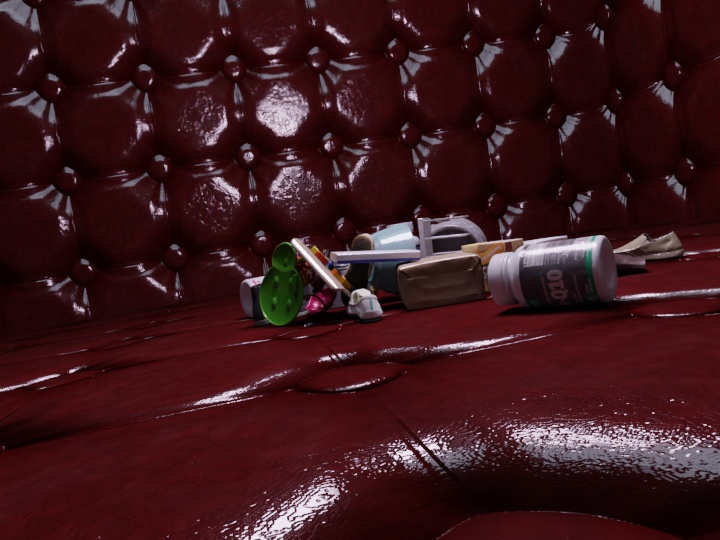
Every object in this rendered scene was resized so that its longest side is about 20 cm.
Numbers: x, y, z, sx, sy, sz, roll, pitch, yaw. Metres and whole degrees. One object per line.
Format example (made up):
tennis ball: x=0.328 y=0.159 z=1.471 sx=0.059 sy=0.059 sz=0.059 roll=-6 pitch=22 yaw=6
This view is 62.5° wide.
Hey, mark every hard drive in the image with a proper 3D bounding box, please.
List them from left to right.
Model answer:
hard drive: x=0.033 y=-0.034 z=1.431 sx=0.197 sy=0.026 sz=0.132 roll=-3 pitch=3 yaw=-9

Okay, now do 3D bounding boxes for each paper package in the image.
paper package: x=0.181 y=0.021 z=1.398 sx=0.188 sy=0.105 sz=0.200 roll=-9 pitch=3 yaw=2

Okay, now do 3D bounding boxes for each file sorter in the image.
file sorter: x=0.230 y=-0.042 z=1.578 sx=0.123 sy=0.203 sz=0.139 roll=-4 pitch=4 yaw=16

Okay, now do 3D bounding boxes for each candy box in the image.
candy box: x=0.319 y=-0.010 z=1.418 sx=0.055 sy=0.117 sz=0.200 roll=-11 pitch=3 yaw=-20

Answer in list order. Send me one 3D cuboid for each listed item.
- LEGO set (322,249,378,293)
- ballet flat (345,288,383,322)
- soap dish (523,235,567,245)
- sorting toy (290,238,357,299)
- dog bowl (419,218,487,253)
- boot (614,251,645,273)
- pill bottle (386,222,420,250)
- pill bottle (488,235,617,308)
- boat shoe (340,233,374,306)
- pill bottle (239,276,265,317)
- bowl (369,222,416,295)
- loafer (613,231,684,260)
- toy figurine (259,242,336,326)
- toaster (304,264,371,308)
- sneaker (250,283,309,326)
LEGO set: x=-0.040 y=0.011 z=1.849 sx=0.197 sy=0.156 sz=0.116 roll=-1 pitch=-12 yaw=20
ballet flat: x=0.007 y=0.073 z=1.327 sx=0.068 sy=0.071 sz=0.200 roll=-10 pitch=2 yaw=-11
soap dish: x=0.563 y=-0.056 z=1.909 sx=0.198 sy=0.082 sz=0.156 roll=-12 pitch=3 yaw=-37
sorting toy: x=-0.067 y=0.006 z=1.438 sx=0.037 sy=0.185 sz=0.200 roll=-46 pitch=-26 yaw=4
dog bowl: x=0.263 y=-0.048 z=1.686 sx=0.197 sy=0.203 sz=0.059 roll=-8 pitch=16 yaw=17
boot: x=0.569 y=-0.013 z=1.402 sx=0.164 sy=0.074 sz=0.200 roll=4 pitch=4 yaw=13
pill bottle: x=0.133 y=-0.041 z=1.802 sx=0.109 sy=0.203 sz=0.111 roll=-9 pitch=3 yaw=0
pill bottle: x=0.334 y=0.007 z=1.039 sx=0.198 sy=0.115 sz=0.112 roll=-8 pitch=3 yaw=38
boat shoe: x=0.000 y=0.000 z=1.552 sx=0.073 sy=0.202 sz=0.066 roll=21 pitch=20 yaw=12
pill bottle: x=-0.255 y=0.069 z=1.801 sx=0.198 sy=0.115 sz=0.113 roll=-11 pitch=3 yaw=-35
bowl: x=0.070 y=-0.028 z=1.612 sx=0.103 sy=0.204 sz=0.201 roll=-2 pitch=0 yaw=-17
loafer: x=0.724 y=-0.059 z=1.532 sx=0.198 sy=0.069 sz=0.075 roll=-8 pitch=3 yaw=34
toy figurine: x=-0.138 y=0.040 z=1.502 sx=0.149 sy=0.203 sz=0.183 roll=2 pitch=-3 yaw=38
toaster: x=-0.067 y=0.039 z=1.707 sx=0.178 sy=0.120 sz=0.200 roll=-10 pitch=3 yaw=9
sneaker: x=-0.203 y=0.075 z=1.562 sx=0.074 sy=0.108 sz=0.199 roll=-7 pitch=3 yaw=36
